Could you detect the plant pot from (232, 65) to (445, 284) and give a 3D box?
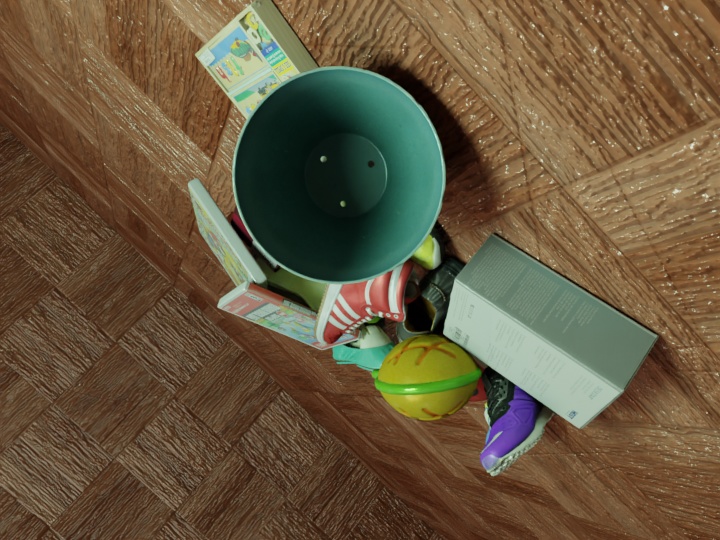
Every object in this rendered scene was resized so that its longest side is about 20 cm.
[{"bbox_3d":[-0.018,-0.097,0.631,0.200,0.200,0.135,44,-171,-5],"label":"plant pot"}]

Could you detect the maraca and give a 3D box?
[{"bbox_3d":[0.083,0.138,0.808,0.200,0.137,0.107,173,92,-80],"label":"maraca"}]

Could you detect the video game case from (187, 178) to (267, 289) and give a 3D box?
[{"bbox_3d":[-0.214,-0.029,0.996,0.200,0.023,0.182,54,161,13],"label":"video game case"}]

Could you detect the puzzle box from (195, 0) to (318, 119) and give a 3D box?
[{"bbox_3d":[-0.118,-0.235,0.730,0.133,0.025,0.200,50,158,-23],"label":"puzzle box"}]

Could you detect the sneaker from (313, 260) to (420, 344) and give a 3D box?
[{"bbox_3d":[0.009,0.046,0.786,0.112,0.071,0.200,22,138,4],"label":"sneaker"}]

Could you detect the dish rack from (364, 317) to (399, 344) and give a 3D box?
[{"bbox_3d":[0.065,0.148,1.075,0.200,0.054,0.154,47,164,22],"label":"dish rack"}]

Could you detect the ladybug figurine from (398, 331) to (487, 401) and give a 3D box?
[{"bbox_3d":[0.137,0.137,0.945,0.200,0.072,0.136,35,159,19],"label":"ladybug figurine"}]

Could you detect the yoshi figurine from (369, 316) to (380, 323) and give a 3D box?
[{"bbox_3d":[0.009,-0.011,0.865,0.112,0.113,0.200,-3,137,20],"label":"yoshi figurine"}]

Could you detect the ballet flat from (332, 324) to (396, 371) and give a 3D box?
[{"bbox_3d":[0.007,0.123,0.992,0.200,0.067,0.071,-5,95,60],"label":"ballet flat"}]

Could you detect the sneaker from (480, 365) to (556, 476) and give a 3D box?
[{"bbox_3d":[0.184,0.168,0.761,0.099,0.200,0.070,43,132,15],"label":"sneaker"}]

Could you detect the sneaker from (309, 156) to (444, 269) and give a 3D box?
[{"bbox_3d":[0.018,-0.067,0.745,0.200,0.076,0.075,43,158,-6],"label":"sneaker"}]

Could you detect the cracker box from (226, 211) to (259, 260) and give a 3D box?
[{"bbox_3d":[-0.158,-0.017,1.123,0.134,0.058,0.200,30,170,46],"label":"cracker box"}]

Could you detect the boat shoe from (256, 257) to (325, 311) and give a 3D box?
[{"bbox_3d":[-0.085,0.041,1.003,0.201,0.072,0.060,28,147,8],"label":"boat shoe"}]

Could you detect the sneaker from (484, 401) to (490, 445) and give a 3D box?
[{"bbox_3d":[0.222,0.248,0.965,0.076,0.105,0.200,38,159,12],"label":"sneaker"}]

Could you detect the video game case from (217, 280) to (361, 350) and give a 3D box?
[{"bbox_3d":[-0.116,0.077,0.972,0.200,0.018,0.143,25,156,-21],"label":"video game case"}]

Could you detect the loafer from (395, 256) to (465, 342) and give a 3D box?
[{"bbox_3d":[0.081,0.057,0.829,0.073,0.072,0.200,43,148,15],"label":"loafer"}]

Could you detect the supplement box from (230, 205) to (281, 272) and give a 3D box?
[{"bbox_3d":[-0.117,-0.095,0.878,0.109,0.061,0.200,44,145,7],"label":"supplement box"}]

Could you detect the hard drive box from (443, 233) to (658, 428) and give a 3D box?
[{"bbox_3d":[0.201,0.073,0.691,0.200,0.077,0.156,36,159,19],"label":"hard drive box"}]
